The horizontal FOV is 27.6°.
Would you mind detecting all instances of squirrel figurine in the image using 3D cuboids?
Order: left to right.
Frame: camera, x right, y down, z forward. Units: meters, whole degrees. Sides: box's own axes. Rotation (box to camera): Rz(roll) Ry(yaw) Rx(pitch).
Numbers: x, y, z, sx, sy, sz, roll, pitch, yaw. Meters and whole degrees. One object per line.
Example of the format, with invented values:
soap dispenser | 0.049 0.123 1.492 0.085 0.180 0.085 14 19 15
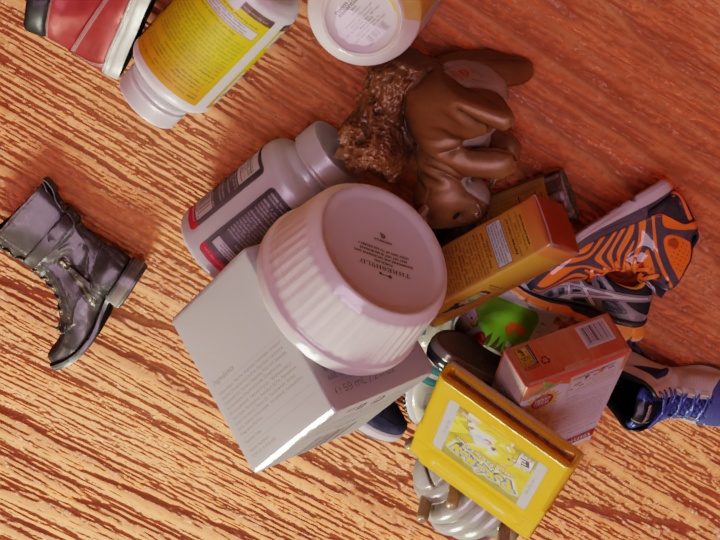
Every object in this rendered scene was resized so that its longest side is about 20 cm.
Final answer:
squirrel figurine | 0.075 -0.138 1.587 0.199 0.142 0.187 13 126 0

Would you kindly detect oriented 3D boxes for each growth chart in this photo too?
growth chart | 0.171 0.105 1.763 0.144 0.018 0.201 13 118 4

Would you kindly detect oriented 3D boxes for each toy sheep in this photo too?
toy sheep | 0.127 0.266 1.790 0.138 0.138 0.200 -34 118 22

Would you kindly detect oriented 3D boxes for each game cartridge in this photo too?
game cartridge | 0.144 0.205 1.635 0.176 0.032 0.200 35 147 13

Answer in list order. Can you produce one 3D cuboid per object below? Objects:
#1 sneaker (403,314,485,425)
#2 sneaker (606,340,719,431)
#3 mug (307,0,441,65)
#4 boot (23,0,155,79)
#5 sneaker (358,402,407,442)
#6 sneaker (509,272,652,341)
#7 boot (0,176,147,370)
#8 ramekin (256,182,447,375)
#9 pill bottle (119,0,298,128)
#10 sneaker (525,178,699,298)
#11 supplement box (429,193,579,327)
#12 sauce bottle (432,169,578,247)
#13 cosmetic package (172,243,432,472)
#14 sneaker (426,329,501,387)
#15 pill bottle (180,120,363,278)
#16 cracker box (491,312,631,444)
sneaker | 0.100 0.105 1.730 0.093 0.070 0.200 3 121 10
sneaker | 0.349 0.152 1.713 0.199 0.115 0.081 20 119 -4
mug | 0.009 -0.298 1.490 0.149 0.153 0.187 2 118 6
boot | -0.285 -0.317 1.563 0.144 0.072 0.200 28 121 -7
sneaker | 0.020 0.106 1.748 0.146 0.077 0.202 -37 107 25
sneaker | 0.242 0.013 1.681 0.199 0.078 0.077 19 105 -8
boot | -0.368 0.004 1.752 0.174 0.069 0.200 36 109 -10
ramekin | 0.000 0.000 1.520 0.202 0.203 0.094 36 134 -12
pill bottle | -0.166 -0.245 1.564 0.109 0.109 0.200 41 115 -15
sneaker | 0.286 -0.007 1.615 0.200 0.078 0.112 -32 88 1
supplement box | 0.134 -0.007 1.596 0.200 0.069 0.066 -31 154 29
sauce bottle | 0.145 -0.053 1.658 0.199 0.065 0.065 -20 114 19
cosmetic package | -0.065 0.082 1.608 0.166 0.167 0.200 -41 74 42
sneaker | 0.118 0.142 1.682 0.106 0.075 0.200 -45 140 14
pill bottle | -0.097 -0.077 1.644 0.200 0.111 0.111 -37 108 23
cracker box | 0.212 0.141 1.648 0.134 0.058 0.200 -18 148 -19
